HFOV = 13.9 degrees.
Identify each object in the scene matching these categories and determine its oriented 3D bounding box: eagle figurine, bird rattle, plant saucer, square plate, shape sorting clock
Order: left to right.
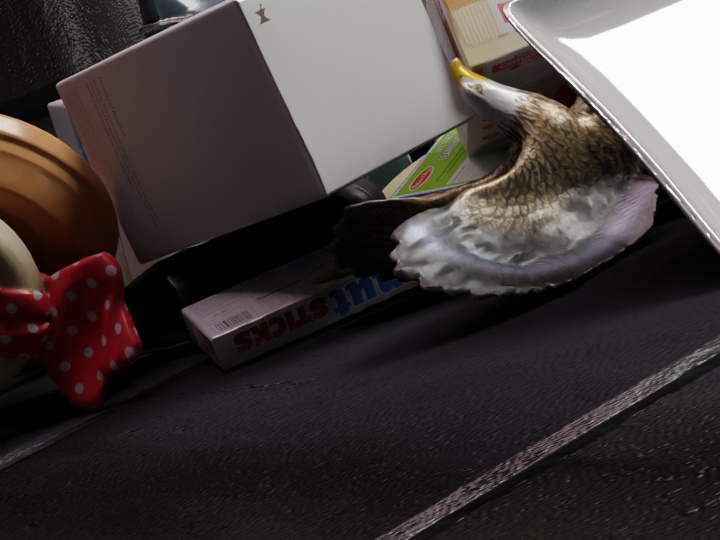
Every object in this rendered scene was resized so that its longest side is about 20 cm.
[{"bbox_3d":[-0.239,-0.012,1.705,0.199,0.200,0.038,-18,45,15],"label":"plant saucer"},{"bbox_3d":[-0.228,0.031,1.657,0.199,0.163,0.113,-27,25,21],"label":"bird rattle"},{"bbox_3d":[0.099,-0.065,1.821,0.199,0.039,0.200,-18,20,7],"label":"shape sorting clock"},{"bbox_3d":[0.092,-0.049,1.573,0.200,0.151,0.152,-52,-29,-10],"label":"eagle figurine"},{"bbox_3d":[0.203,-0.096,1.460,0.199,0.198,0.029,-24,-34,-24],"label":"square plate"}]

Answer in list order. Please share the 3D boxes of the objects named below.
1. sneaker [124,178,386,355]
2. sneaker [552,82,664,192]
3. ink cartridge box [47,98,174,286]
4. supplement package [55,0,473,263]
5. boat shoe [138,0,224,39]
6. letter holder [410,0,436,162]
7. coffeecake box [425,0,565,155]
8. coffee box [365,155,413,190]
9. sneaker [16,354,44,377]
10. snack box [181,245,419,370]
[{"bbox_3d":[-0.081,0.009,1.744,0.199,0.060,0.104,-23,6,23],"label":"sneaker"},{"bbox_3d":[0.215,-0.092,1.676,0.199,0.079,0.115,0,10,32],"label":"sneaker"},{"bbox_3d":[-0.098,-0.065,1.924,0.147,0.145,0.200,-21,9,-13],"label":"ink cartridge box"},{"bbox_3d":[-0.057,-0.095,1.670,0.121,0.120,0.200,-29,6,-35],"label":"supplement package"},{"bbox_3d":[-0.071,-0.181,1.902,0.075,0.062,0.200,-10,9,46],"label":"boat shoe"},{"bbox_3d":[0.077,-0.157,2.083,0.200,0.143,0.100,-28,11,-36],"label":"letter holder"},{"bbox_3d":[0.120,-0.149,1.719,0.153,0.073,0.200,-21,-11,-3],"label":"coffeecake box"},{"bbox_3d":[-0.027,-0.095,2.022,0.044,0.123,0.200,-25,8,-18],"label":"coffee box"},{"bbox_3d":[-0.231,0.002,1.796,0.200,0.078,0.112,16,-39,-41],"label":"sneaker"},{"bbox_3d":[0.000,0.000,1.674,0.199,0.024,0.072,-23,18,-12],"label":"snack box"}]
